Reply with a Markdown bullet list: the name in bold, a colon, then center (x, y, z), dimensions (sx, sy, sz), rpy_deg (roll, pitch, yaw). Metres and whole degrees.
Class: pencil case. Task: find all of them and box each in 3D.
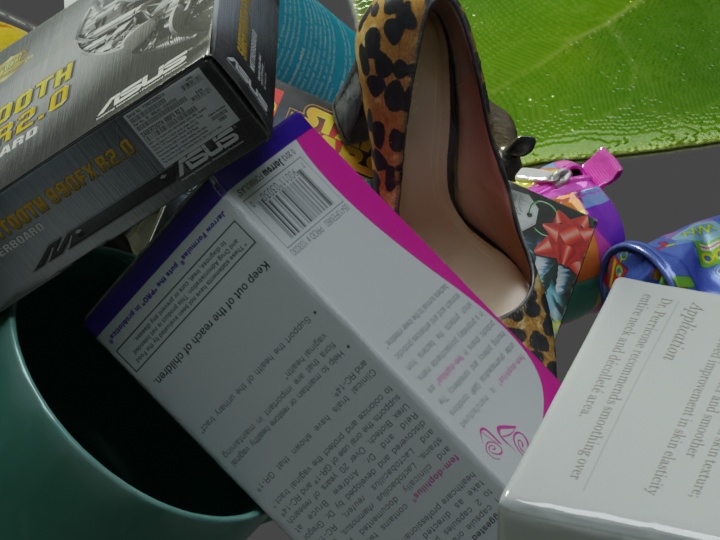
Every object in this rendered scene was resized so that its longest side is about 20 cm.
- **pencil case**: center (0.221, 0.000, 1.396), dimensions (0.199, 0.079, 0.087), rpy_deg (-17, 22, -19)
- **pencil case**: center (0.039, -0.001, 1.403), dimensions (0.199, 0.089, 0.088), rpy_deg (-18, 36, -19)

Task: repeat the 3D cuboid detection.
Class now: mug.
- **mug**: center (-0.109, 0.091, 1.236), dimensions (0.185, 0.114, 0.152), rpy_deg (37, 31, -14)

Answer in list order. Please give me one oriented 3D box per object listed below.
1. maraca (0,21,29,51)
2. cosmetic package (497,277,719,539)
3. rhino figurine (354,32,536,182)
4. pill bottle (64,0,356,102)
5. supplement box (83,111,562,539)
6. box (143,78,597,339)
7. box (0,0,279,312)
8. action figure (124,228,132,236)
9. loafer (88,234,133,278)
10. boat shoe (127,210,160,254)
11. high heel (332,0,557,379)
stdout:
- **maraca**: center (-0.231, -0.061, 1.378), dimensions (0.199, 0.108, 0.137), rpy_deg (-20, 22, 15)
- **cosmetic package**: center (0.174, 0.128, 1.126), dimensions (0.199, 0.167, 0.168), rpy_deg (10, 35, 20)
- **rhino figurine**: center (0.038, -0.077, 1.545), dimensions (0.087, 0.060, 0.200), rpy_deg (-21, 39, -22)
- **pill bottle**: center (-0.065, -0.105, 1.438), dimensions (0.110, 0.200, 0.112), rpy_deg (-18, 56, 28)
- **supplement box**: center (-0.004, 0.047, 1.202), dimensions (0.200, 0.103, 0.101), rpy_deg (45, 29, 3)
- **box**: center (0.000, 0.000, 1.328), dimensions (0.199, 0.040, 0.138), rpy_deg (23, 65, -3)
- **box**: center (-0.127, -0.061, 1.208), dimensions (0.199, 0.048, 0.159), rpy_deg (-31, 26, 17)
- **action figure**: center (-0.191, -0.046, 1.457), dimensions (0.130, 0.070, 0.200), rpy_deg (-31, 50, -7)
- **loafer**: center (-0.178, 0.011, 1.329), dimensions (0.073, 0.199, 0.072), rpy_deg (22, 48, -40)
- **boat shoe**: center (-0.151, -0.062, 1.528), dimensions (0.073, 0.064, 0.200), rpy_deg (-23, 39, -28)
- **high heel**: center (0.049, -0.028, 1.249), dimensions (0.071, 0.143, 0.201), rpy_deg (-23, 76, -20)
